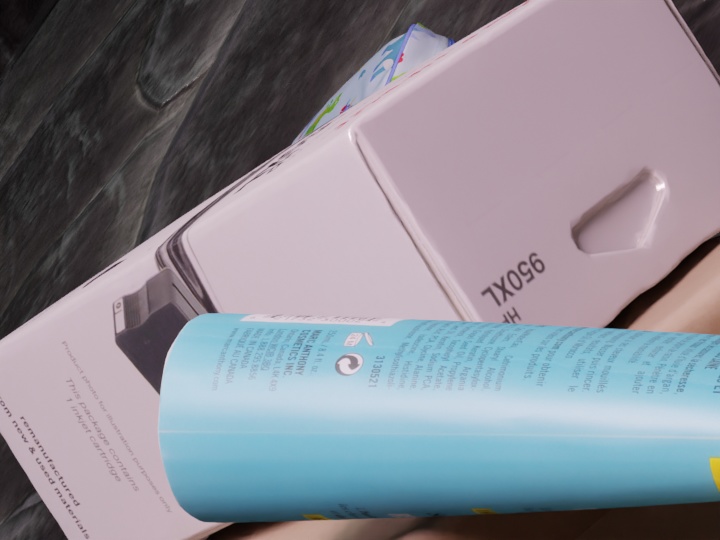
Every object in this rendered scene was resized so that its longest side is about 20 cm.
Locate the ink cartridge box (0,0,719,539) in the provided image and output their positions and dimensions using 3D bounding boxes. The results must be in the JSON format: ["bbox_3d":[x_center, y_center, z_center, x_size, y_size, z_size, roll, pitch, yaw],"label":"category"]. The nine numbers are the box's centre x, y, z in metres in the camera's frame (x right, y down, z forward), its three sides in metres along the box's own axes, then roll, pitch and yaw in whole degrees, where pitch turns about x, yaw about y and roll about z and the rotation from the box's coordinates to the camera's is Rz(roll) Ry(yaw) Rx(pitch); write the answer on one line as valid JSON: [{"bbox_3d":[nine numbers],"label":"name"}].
[{"bbox_3d":[0.000,0.000,0.721,0.200,0.084,0.145,-28,6,46],"label":"ink cartridge box"}]

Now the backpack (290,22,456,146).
[{"bbox_3d":[0.020,-0.015,1.040,0.200,0.154,0.163,-15,36,48],"label":"backpack"}]

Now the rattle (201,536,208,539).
[{"bbox_3d":[0.018,0.122,0.882,0.200,0.130,0.143,-12,52,29],"label":"rattle"}]

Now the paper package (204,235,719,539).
[{"bbox_3d":[0.049,0.083,0.696,0.191,0.104,0.200,-38,6,-26],"label":"paper package"}]

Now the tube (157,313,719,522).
[{"bbox_3d":[0.053,0.032,0.555,0.200,0.050,0.077,-2,17,24],"label":"tube"}]
